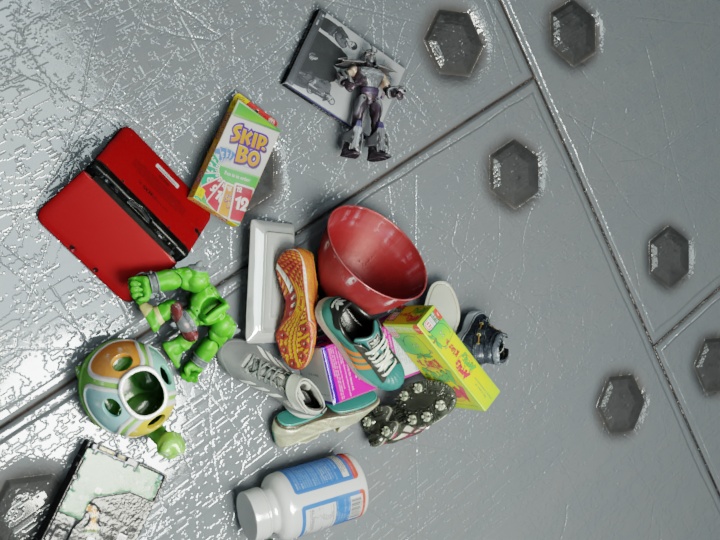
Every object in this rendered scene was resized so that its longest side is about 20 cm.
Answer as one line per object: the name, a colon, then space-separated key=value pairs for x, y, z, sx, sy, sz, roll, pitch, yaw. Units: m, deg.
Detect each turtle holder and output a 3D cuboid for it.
turtle holder: x=-0.340 y=0.195 z=1.501 sx=0.141 sy=0.132 sz=0.186 roll=-5 pitch=92 yaw=-30

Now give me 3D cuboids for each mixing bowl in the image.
mixing bowl: x=0.000 y=0.000 z=1.684 sx=0.200 sy=0.108 sz=0.200 roll=27 pitch=37 yaw=-22

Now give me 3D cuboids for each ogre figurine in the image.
ogre figurine: x=-0.264 y=0.072 z=1.557 sx=0.120 sy=0.098 sz=0.200 roll=-30 pitch=100 yaw=-11

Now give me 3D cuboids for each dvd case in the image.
dvd case: x=-0.025 y=-0.334 z=1.740 sx=0.200 sy=0.025 sz=0.151 roll=30 pitch=76 yaw=-27

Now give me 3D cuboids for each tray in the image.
tray: x=-0.142 y=0.019 z=1.653 sx=0.107 sy=0.022 sz=0.201 roll=4 pitch=88 yaw=-54

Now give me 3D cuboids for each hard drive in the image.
hard drive: x=-0.399 y=0.374 z=1.522 sx=0.140 sy=0.038 sz=0.200 roll=30 pitch=77 yaw=-26

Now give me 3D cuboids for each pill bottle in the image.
pill bottle: x=-0.097 y=0.376 z=1.652 sx=0.200 sy=0.112 sz=0.113 roll=-10 pitch=95 yaw=-29

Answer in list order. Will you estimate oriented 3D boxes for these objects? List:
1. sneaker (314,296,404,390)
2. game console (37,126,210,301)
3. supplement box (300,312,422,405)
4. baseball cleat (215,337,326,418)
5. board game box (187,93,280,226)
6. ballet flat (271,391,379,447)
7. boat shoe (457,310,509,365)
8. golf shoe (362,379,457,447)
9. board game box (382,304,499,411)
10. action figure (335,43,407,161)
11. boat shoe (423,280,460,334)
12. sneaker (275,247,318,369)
sneaker: x=0.011 y=0.122 z=1.613 sx=0.200 sy=0.080 sz=0.071 roll=48 pitch=68 yaw=-20
game console: x=-0.359 y=-0.087 z=1.554 sx=0.200 sy=0.119 sz=0.173 roll=48 pitch=38 yaw=-22
supplement box: x=0.006 y=0.147 z=1.715 sx=0.200 sy=0.101 sz=0.104 roll=-16 pitch=97 yaw=-29
baseball cleat: x=-0.137 y=0.166 z=1.615 sx=0.200 sy=0.106 sz=0.070 roll=33 pitch=68 yaw=-14
board game box: x=-0.199 y=-0.181 z=1.626 sx=0.095 sy=0.030 sz=0.200 roll=33 pitch=67 yaw=-35
ballet flat: x=-0.061 y=0.251 z=1.711 sx=0.200 sy=0.067 sz=0.063 roll=-11 pitch=124 yaw=-26
boat shoe: x=0.226 y=0.126 z=1.793 sx=0.200 sy=0.091 sz=0.071 roll=-43 pitch=129 yaw=-64
golf shoe: x=0.095 y=0.241 z=1.725 sx=0.088 sy=0.200 sz=0.077 roll=9 pitch=59 yaw=-47
board game box: x=0.134 y=0.145 z=1.672 sx=0.048 sy=0.101 sz=0.200 roll=-48 pitch=112 yaw=-25
action figure: x=0.015 y=-0.288 z=1.711 sx=0.130 sy=0.069 sz=0.201 roll=5 pitch=84 yaw=-20
boat shoe: x=0.143 y=0.121 z=1.813 sx=0.075 sy=0.062 sz=0.201 roll=-6 pitch=85 yaw=-12
sneaker: x=-0.093 y=0.062 z=1.646 sx=0.077 sy=0.073 sz=0.201 roll=-6 pitch=99 yaw=-64
